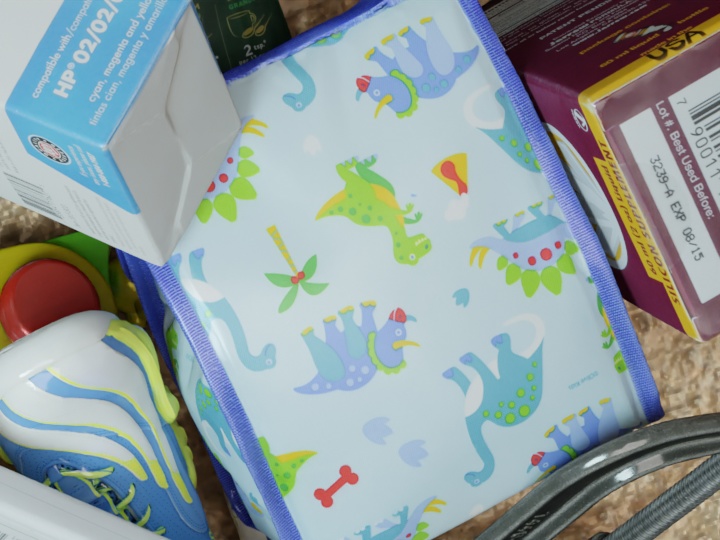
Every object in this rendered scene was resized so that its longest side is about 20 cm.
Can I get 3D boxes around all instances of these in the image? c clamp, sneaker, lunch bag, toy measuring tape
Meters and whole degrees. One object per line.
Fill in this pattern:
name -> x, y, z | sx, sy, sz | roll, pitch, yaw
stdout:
c clamp -> 0.114, 0.101, 1.102 | 0.171, 0.200, 0.027 | -7, 65, -28
sneaker -> -0.090, 0.091, 1.034 | 0.076, 0.200, 0.105 | -31, 68, -4
lunch bag -> 0.000, 0.000, 1.037 | 0.170, 0.127, 0.200 | -29, 114, -12
toy measuring tape -> -0.167, 0.036, 1.057 | 0.200, 0.074, 0.074 | -17, 106, -28

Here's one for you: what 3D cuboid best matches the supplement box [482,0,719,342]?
supplement box -> 0.113, -0.057, 1.060 | 0.086, 0.200, 0.110 | -30, 108, -9

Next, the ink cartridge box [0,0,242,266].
ink cartridge box -> -0.152, -0.085, 0.938 | 0.200, 0.115, 0.068 | 23, 73, 14

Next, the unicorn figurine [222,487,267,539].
unicorn figurine -> -0.020, 0.132, 1.140 | 0.137, 0.074, 0.200 | -13, 89, -12

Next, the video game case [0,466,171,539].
video game case -> -0.121, 0.160, 1.028 | 0.200, 0.024, 0.182 | 27, 130, -25

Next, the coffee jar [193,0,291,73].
coffee jar -> -0.095, -0.150, 1.044 | 0.104, 0.085, 0.200 | -17, 107, -13
